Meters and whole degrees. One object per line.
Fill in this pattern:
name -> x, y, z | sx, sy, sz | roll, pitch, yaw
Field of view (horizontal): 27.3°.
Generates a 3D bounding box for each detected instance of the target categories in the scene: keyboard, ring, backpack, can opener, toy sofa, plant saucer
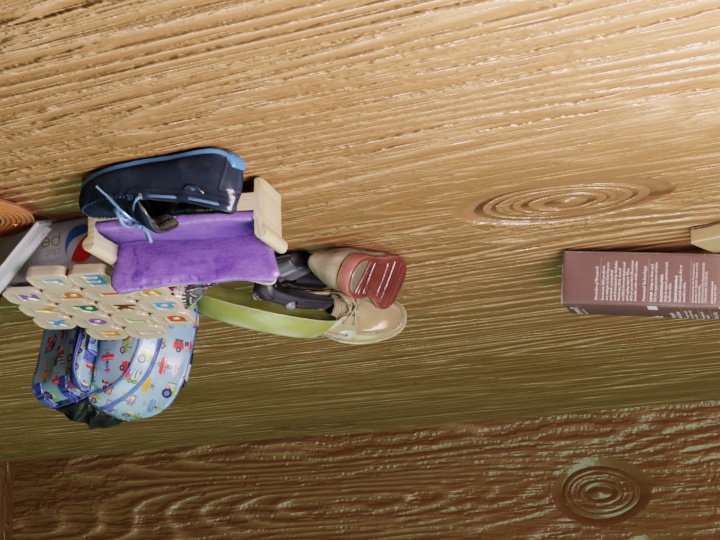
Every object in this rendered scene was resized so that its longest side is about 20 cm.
keyboard -> -0.407, 0.022, 1.624 | 0.011, 0.200, 0.056 | 40, -174, 6
ring -> -0.446, -0.061, 1.564 | 0.199, 0.019, 0.200 | -3, 167, -1
backpack -> -0.297, 0.097, 1.847 | 0.134, 0.183, 0.200 | 27, 153, -35
can opener -> -0.080, 0.023, 1.893 | 0.078, 0.064, 0.200 | -7, 166, 19
toy sofa -> -0.182, -0.034, 1.541 | 0.199, 0.098, 0.083 | -4, 167, 11
plant saucer -> -0.129, 0.055, 1.900 | 0.199, 0.031, 0.200 | 12, -176, -1

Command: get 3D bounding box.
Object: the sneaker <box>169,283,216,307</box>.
sneaker -> -0.187, -0.003, 1.723 | 0.074, 0.081, 0.200 | -2, 167, -8

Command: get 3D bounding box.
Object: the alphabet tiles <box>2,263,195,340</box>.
alphabet tiles -> -0.296, 0.038, 1.686 | 0.195, 0.015, 0.200 | -3, 156, 14

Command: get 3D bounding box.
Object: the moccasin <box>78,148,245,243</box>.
moccasin -> -0.202, -0.069, 1.441 | 0.199, 0.069, 0.080 | -11, 164, 38

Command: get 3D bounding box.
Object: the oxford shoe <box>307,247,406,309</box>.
oxford shoe -> 0.000, 0.000, 1.845 | 0.075, 0.071, 0.200 | 22, 179, 23

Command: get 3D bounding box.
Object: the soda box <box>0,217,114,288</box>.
soda box -> -0.319, -0.018, 1.671 | 0.199, 0.064, 0.068 | -8, 166, 27

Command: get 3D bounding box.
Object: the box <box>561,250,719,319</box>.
box -> 0.359, 0.018, 1.868 | 0.199, 0.075, 0.100 | 3, 171, 18

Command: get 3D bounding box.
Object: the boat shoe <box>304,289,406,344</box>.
boat shoe -> -0.031, 0.061, 2.064 | 0.199, 0.073, 0.065 | 6, 168, -8

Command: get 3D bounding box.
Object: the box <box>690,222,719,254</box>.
box -> 0.519, -0.045, 1.768 | 0.199, 0.021, 0.163 | -12, 164, 37
